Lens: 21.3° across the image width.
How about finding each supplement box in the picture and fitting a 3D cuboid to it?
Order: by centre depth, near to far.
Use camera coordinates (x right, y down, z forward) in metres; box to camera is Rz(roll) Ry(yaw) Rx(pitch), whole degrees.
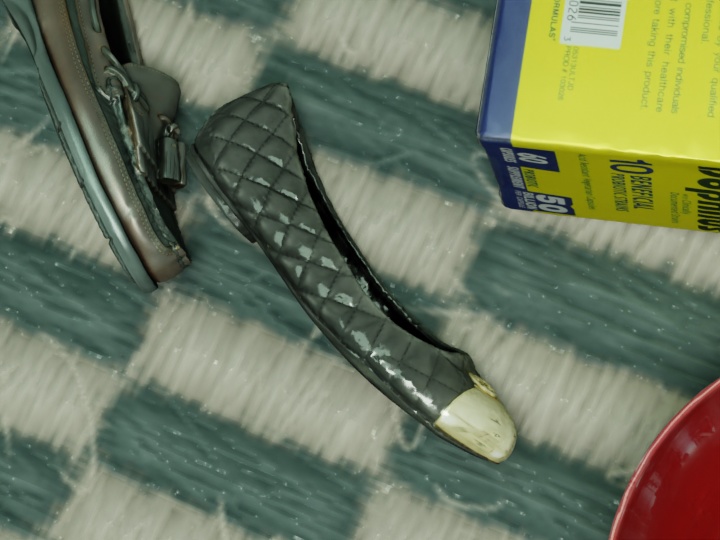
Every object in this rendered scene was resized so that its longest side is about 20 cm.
[{"bbox_3d":[0.157,-0.077,0.775,0.200,0.109,0.110,7,78,12],"label":"supplement box"}]

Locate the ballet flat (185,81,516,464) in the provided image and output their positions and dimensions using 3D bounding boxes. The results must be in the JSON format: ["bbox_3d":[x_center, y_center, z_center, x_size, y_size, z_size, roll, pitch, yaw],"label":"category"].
[{"bbox_3d":[0.000,0.000,0.807,0.057,0.066,0.200,-42,73,4],"label":"ballet flat"}]

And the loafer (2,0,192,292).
[{"bbox_3d":[-0.111,-0.089,0.850,0.063,0.072,0.200,-25,72,-2],"label":"loafer"}]

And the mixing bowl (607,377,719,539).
[{"bbox_3d":[0.193,0.129,0.721,0.200,0.108,0.200,-2,78,10],"label":"mixing bowl"}]
